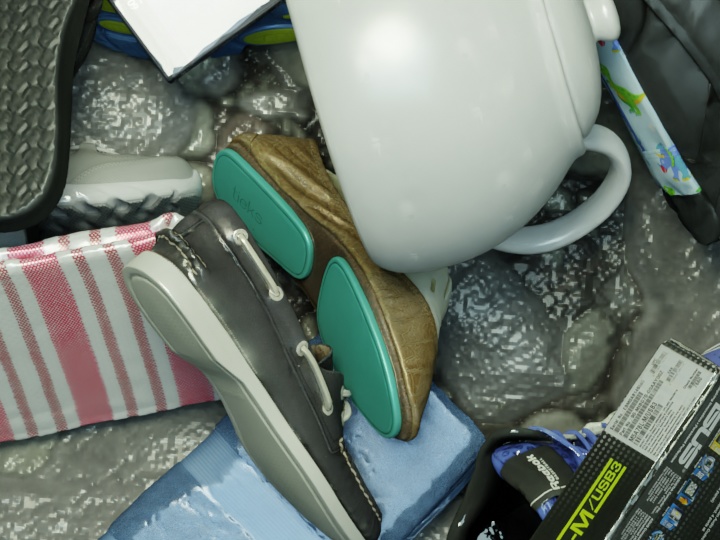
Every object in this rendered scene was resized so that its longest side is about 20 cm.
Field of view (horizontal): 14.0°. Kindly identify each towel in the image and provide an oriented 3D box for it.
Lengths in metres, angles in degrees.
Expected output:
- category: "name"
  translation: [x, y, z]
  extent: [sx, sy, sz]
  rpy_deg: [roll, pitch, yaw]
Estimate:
- category: "towel"
  translation: [-0.038, 0.121, 1.493]
  extent: [0.200, 0.049, 0.112]
  rpy_deg: [-43, 86, -1]
- category: "towel"
  translation: [-0.169, 0.032, 1.463]
  extent: [0.200, 0.146, 0.030]
  rpy_deg: [-10, 54, 0]

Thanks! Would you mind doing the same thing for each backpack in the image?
- category: "backpack"
  translation: [0.170, -0.144, 1.467]
  extent: [0.163, 0.154, 0.200]
  rpy_deg: [-38, 113, 0]

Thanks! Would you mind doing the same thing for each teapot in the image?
- category: "teapot"
  translation: [0.053, -0.098, 1.394]
  extent: [0.146, 0.200, 0.198]
  rpy_deg: [-16, 91, 3]

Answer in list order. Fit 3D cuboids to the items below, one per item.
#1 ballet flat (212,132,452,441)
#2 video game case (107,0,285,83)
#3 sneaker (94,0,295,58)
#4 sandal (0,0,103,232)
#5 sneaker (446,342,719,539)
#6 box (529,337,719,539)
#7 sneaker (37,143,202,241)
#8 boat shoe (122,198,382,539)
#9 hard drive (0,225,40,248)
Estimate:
- category: "ballet flat"
  translation: [0.000, 0.000, 1.466]
  extent: [0.072, 0.068, 0.200]
  rpy_deg: [-15, 49, -28]
- category: "video game case"
  translation: [-0.057, -0.209, 1.467]
  extent: [0.200, 0.019, 0.143]
  rpy_deg: [-36, 86, -4]
- category: "sneaker"
  translation: [-0.069, -0.159, 1.512]
  extent: [0.199, 0.071, 0.083]
  rpy_deg: [-6, 67, 2]
- category: "sandal"
  translation: [-0.162, -0.111, 1.425]
  extent: [0.075, 0.048, 0.201]
  rpy_deg: [4, 72, 16]
- category: "sneaker"
  translation: [0.120, 0.107, 1.448]
  extent: [0.199, 0.115, 0.081]
  rpy_deg: [-35, 66, -2]
- category: "box"
  translation: [0.156, 0.160, 1.427]
  extent: [0.047, 0.193, 0.200]
  rpy_deg: [32, 87, 45]
- category: "sneaker"
  translation: [-0.180, -0.057, 1.497]
  extent: [0.200, 0.075, 0.082]
  rpy_deg: [2, 68, -7]
- category: "boat shoe"
  translation: [-0.038, 0.054, 1.416]
  extent: [0.060, 0.074, 0.200]
  rpy_deg: [-43, 114, -18]
- category: "hard drive"
  translation: [-0.260, -0.002, 1.467]
  extent: [0.200, 0.140, 0.033]
  rpy_deg: [0, 55, 1]
